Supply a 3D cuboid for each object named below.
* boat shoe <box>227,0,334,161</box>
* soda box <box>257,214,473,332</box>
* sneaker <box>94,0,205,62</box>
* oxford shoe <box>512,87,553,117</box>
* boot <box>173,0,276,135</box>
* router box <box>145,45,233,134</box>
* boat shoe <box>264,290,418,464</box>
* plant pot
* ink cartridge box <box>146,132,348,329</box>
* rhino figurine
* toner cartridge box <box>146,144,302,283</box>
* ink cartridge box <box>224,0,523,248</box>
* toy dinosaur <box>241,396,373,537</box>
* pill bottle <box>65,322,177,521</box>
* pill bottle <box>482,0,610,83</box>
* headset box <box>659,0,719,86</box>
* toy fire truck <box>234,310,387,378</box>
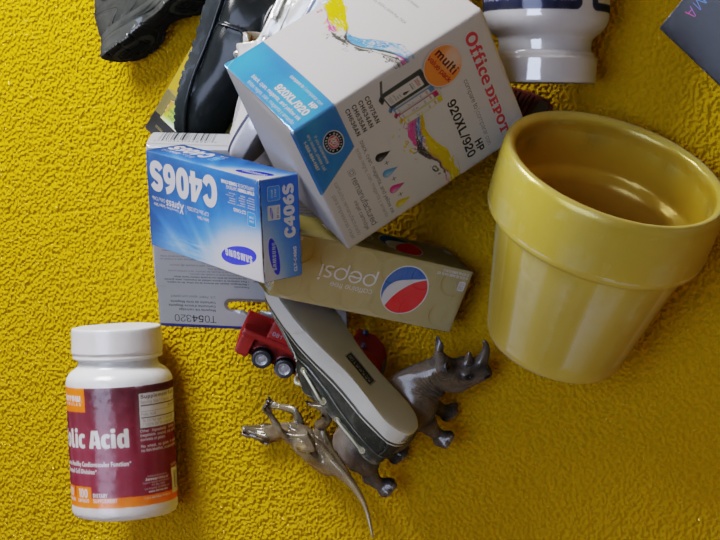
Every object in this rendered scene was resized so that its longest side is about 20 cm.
[{"bbox_3d":[-0.082,-0.195,1.638,0.070,0.071,0.200,33,109,13],"label":"boat shoe"},{"bbox_3d":[0.000,0.000,1.662,0.064,0.200,0.068,46,119,57],"label":"soda box"},{"bbox_3d":[-0.209,-0.298,1.843,0.200,0.076,0.091,-28,73,27],"label":"sneaker"},{"bbox_3d":[0.094,-0.131,1.687,0.200,0.070,0.075,1,121,29],"label":"oxford shoe"},{"bbox_3d":[-0.086,-0.188,1.717,0.162,0.073,0.198,22,105,20],"label":"boot"},{"bbox_3d":[-0.107,-0.150,1.801,0.200,0.052,0.157,42,113,22],"label":"router box"},{"bbox_3d":[-0.032,0.095,1.660,0.064,0.071,0.200,-45,77,28],"label":"boat shoe"},{"bbox_3d":[0.199,-0.012,1.559,0.201,0.201,0.189,32,125,25],"label":"plant pot"},{"bbox_3d":[-0.108,-0.038,1.747,0.196,0.043,0.200,2,118,6],"label":"ink cartridge box"},{"bbox_3d":[0.053,0.132,1.698,0.200,0.087,0.060,-44,28,24],"label":"rhino figurine"},{"bbox_3d":[-0.128,-0.055,1.615,0.200,0.043,0.095,16,114,52],"label":"toner cartridge box"},{"bbox_3d":[0.016,-0.153,1.569,0.200,0.147,0.145,-34,41,-9],"label":"ink cartridge box"},{"bbox_3d":[-0.044,0.178,1.773,0.200,0.058,0.101,31,149,39],"label":"toy dinosaur"},{"bbox_3d":[-0.255,0.158,1.875,0.114,0.114,0.200,-1,93,31],"label":"pill bottle"},{"bbox_3d":[0.168,-0.268,1.591,0.116,0.116,0.200,4,95,31],"label":"pill bottle"},{"bbox_3d":[0.388,-0.200,1.478,0.200,0.093,0.174,49,116,18],"label":"headset box"},{"bbox_3d":[-0.055,0.036,1.727,0.200,0.049,0.141,24,115,-6],"label":"toy fire truck"}]
